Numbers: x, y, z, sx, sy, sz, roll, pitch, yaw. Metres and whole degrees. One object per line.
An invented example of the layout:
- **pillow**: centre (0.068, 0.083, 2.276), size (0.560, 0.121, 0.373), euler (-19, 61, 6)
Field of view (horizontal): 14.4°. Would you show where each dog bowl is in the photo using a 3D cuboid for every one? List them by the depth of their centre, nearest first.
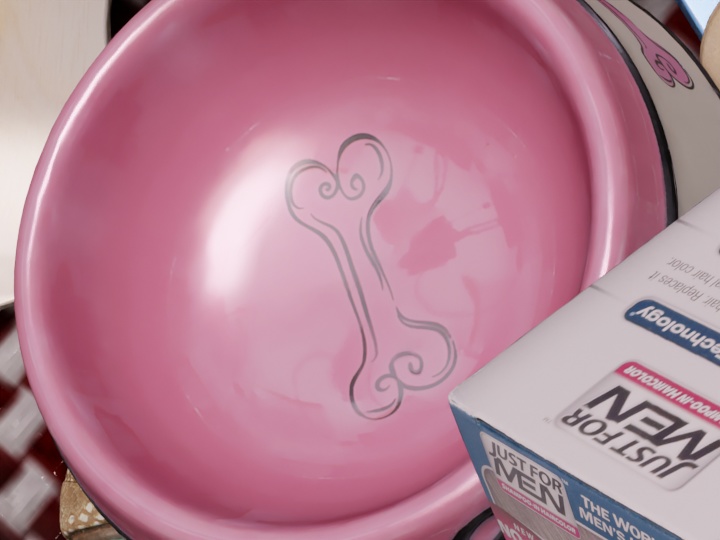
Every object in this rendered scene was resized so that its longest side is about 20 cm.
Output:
- **dog bowl**: centre (0.000, 0.000, 0.725), size (0.199, 0.074, 0.202), euler (-7, 71, 22)

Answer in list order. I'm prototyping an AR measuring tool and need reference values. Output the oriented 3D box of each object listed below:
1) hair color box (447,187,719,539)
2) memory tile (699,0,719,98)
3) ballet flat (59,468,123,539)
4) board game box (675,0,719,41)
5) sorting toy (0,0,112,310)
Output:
- **hair color box**: centre (0.128, 0.008, 0.595), size (0.200, 0.061, 0.100), euler (-36, 33, -19)
- **memory tile**: centre (0.172, -0.009, 0.756), size (0.200, 0.017, 0.154), euler (38, 97, -4)
- **ballet flat**: centre (0.011, 0.041, 0.790), size (0.199, 0.071, 0.066), euler (-6, 72, 7)
- **board game box**: centre (0.180, -0.115, 0.791), size (0.199, 0.040, 0.154), euler (-32, 78, 5)
- **sorting toy**: centre (-0.120, -0.064, 0.808), size (0.179, 0.107, 0.201), euler (2, 115, -3)
